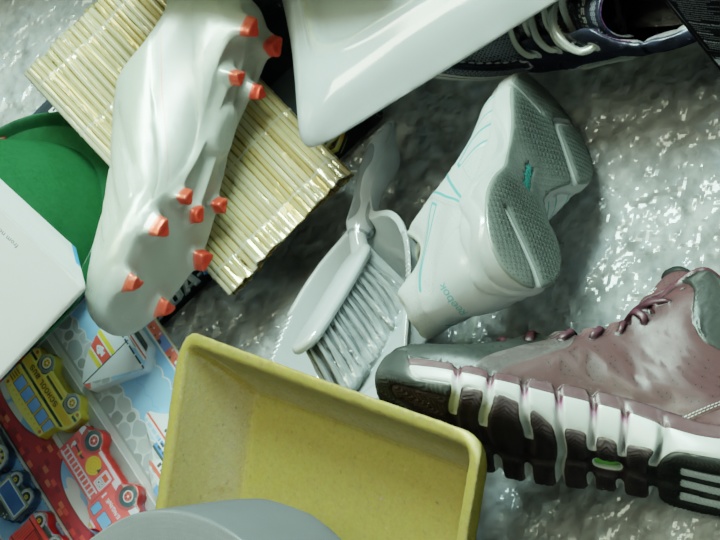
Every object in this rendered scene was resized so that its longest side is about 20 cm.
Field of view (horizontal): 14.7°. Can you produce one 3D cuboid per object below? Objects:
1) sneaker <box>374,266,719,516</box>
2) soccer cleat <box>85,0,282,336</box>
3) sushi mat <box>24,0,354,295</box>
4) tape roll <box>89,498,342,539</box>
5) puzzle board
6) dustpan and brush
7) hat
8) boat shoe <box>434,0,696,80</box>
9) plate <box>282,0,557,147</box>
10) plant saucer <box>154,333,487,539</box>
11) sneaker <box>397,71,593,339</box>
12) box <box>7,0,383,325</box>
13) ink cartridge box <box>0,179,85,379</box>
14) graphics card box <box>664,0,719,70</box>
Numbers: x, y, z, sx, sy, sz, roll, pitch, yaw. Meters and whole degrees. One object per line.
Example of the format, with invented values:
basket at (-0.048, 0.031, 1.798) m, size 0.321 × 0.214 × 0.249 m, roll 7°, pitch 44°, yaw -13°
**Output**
sneaker at (0.114, 0.043, 1.358) m, size 0.199 × 0.076 × 0.116 m, roll 14°, pitch 61°, yaw 8°
soccer cleat at (-0.108, -0.060, 1.507) m, size 0.077 × 0.069 × 0.201 m, roll 14°, pitch 75°, yaw 30°
sushi mat at (-0.098, -0.083, 1.549) m, size 0.096 × 0.012 × 0.200 m, roll -47°, pitch 64°, yaw 5°
tape roll at (-0.067, 0.213, 1.354) m, size 0.200 × 0.066 × 0.202 m, roll 1°, pitch 92°, yaw 41°
puzzle board at (-0.137, 0.114, 1.508) m, size 0.151 × 0.017 × 0.200 m, roll -45°, pitch 60°, yaw 13°
dustpan and brush at (0.000, 0.000, 1.472) m, size 0.139 × 0.057 × 0.200 m, roll -36°, pitch 19°, yaw 45°
hat at (-0.258, -0.045, 1.537) m, size 0.200 × 0.176 × 0.166 m, roll -40°, pitch 45°, yaw 10°
boat shoe at (0.103, -0.137, 1.437) m, size 0.199 × 0.093 × 0.075 m, roll -13°, pitch 99°, yaw 15°
plate at (0.035, -0.179, 1.473) m, size 0.199 × 0.032 × 0.201 m, roll -30°, pitch 39°, yaw 17°
plant saucer at (-0.017, 0.149, 1.382) m, size 0.199 × 0.048 × 0.201 m, roll 18°, pitch 104°, yaw 40°
sneaker at (0.063, -0.036, 1.410) m, size 0.080 × 0.071 × 0.200 m, roll -33°, pitch 15°, yaw 28°
box at (-0.102, -0.077, 1.601) m, size 0.200 × 0.046 × 0.159 m, roll -43°, pitch 50°, yaw 8°
ink cartridge box at (-0.257, 0.030, 1.458) m, size 0.200 × 0.125 × 0.129 m, roll -47°, pitch 13°, yaw 2°
graphics card box at (0.195, -0.168, 1.351) m, size 0.051 × 0.200 × 0.126 m, roll 6°, pitch 70°, yaw 35°
